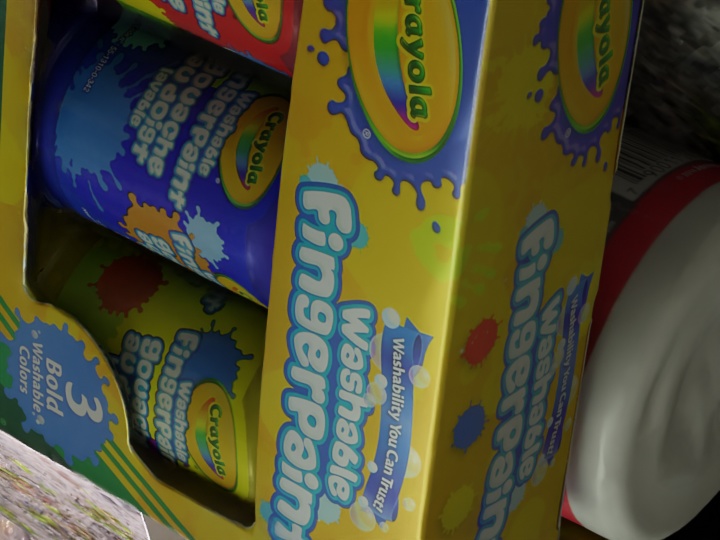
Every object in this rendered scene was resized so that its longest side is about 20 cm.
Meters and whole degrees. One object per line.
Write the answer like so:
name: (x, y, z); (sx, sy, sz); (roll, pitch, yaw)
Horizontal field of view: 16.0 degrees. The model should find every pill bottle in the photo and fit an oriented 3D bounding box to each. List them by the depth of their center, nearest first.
pill bottle: (0.024, -0.008, 0.764); (0.200, 0.111, 0.111); (26, 164, 29)

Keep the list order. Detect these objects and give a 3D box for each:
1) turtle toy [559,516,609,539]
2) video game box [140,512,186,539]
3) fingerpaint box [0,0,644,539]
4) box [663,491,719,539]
turtle toy: (0.039, 0.109, 0.797); (0.145, 0.101, 0.200); (28, 180, -27)
video game box: (-0.028, 0.143, 1.028); (0.182, 0.047, 0.200); (53, -173, -36)
fingerpaint box: (-0.021, -0.025, 0.667); (0.167, 0.073, 0.201); (26, 123, 31)
box: (0.170, 0.194, 0.862); (0.200, 0.104, 0.183); (17, 128, 49)
